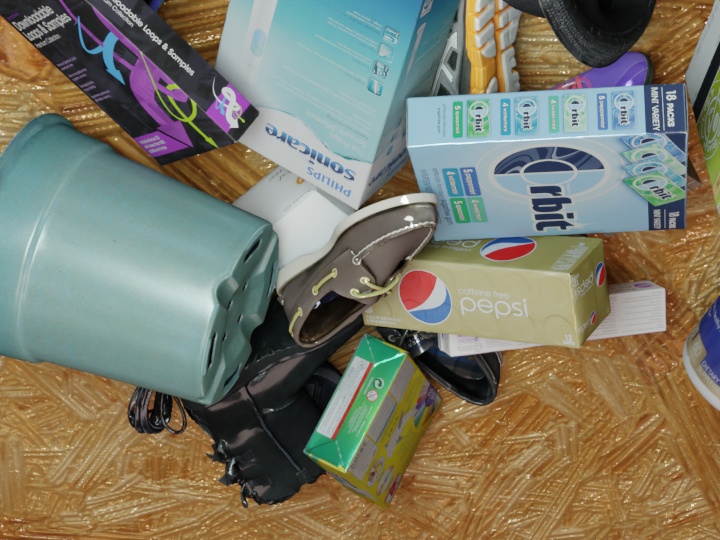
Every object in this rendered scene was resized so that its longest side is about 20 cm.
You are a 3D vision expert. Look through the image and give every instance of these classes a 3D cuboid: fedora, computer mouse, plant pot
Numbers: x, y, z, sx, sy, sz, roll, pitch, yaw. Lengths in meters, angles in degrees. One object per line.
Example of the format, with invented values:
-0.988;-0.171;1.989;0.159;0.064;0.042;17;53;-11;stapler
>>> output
0.136;-0.240;1.278;0.091;0.201;0.201;3;140;37;fedora
-0.100;0.097;1.617;0.199;0.053;0.139;12;119;-8;computer mouse
-0.179;0.004;1.393;0.195;0.200;0.201;19;132;11;plant pot

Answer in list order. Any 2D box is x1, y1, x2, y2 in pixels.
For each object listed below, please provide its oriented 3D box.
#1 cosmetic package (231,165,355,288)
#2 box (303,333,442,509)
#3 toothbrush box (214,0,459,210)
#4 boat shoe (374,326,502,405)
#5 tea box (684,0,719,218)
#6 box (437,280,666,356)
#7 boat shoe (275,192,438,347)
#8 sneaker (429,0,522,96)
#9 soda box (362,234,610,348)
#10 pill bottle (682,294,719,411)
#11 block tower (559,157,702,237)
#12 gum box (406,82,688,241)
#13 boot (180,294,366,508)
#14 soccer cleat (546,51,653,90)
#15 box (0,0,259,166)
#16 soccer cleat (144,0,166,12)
-0.089;-0.022;1.491;0.051;0.083;0.200;36;121;-29;cosmetic package
0.017;0.137;1.578;0.048;0.118;0.200;24;169;21;box
-0.020;-0.169;1.321;0.146;0.085;0.200;29;130;15;toothbrush box
0.053;0.054;1.573;0.070;0.066;0.200;-32;125;23;boat shoe
0.342;-0.154;1.312;0.133;0.197;0.200;8;130;-9;tea box
0.164;0.041;1.548;0.199;0.039;0.042;-7;102;-13;box
0.000;0.000;1.389;0.072;0.060;0.200;2;157;-35;boat shoe
0.076;-0.183;1.363;0.077;0.078;0.201;21;124;29;sneaker
0.096;0.010;1.442;0.199;0.064;0.068;6;119;32;soda box
0.371;0.031;1.532;0.115;0.116;0.200;18;128;-17;pill bottle
0.176;-0.049;1.483;0.200;0.058;0.054;-32;155;22;block tower
0.143;-0.078;1.348;0.199;0.045;0.170;-3;157;8;gum box
-0.054;0.108;1.551;0.198;0.073;0.163;-31;130;-3;boot
0.144;-0.113;1.429;0.073;0.068;0.200;32;127;-30;soccer cleat
-0.182;-0.161;1.319;0.200;0.036;0.143;44;158;-18;box
-0.174;-0.267;1.269;0.064;0.084;0.201;-11;131;7;soccer cleat
